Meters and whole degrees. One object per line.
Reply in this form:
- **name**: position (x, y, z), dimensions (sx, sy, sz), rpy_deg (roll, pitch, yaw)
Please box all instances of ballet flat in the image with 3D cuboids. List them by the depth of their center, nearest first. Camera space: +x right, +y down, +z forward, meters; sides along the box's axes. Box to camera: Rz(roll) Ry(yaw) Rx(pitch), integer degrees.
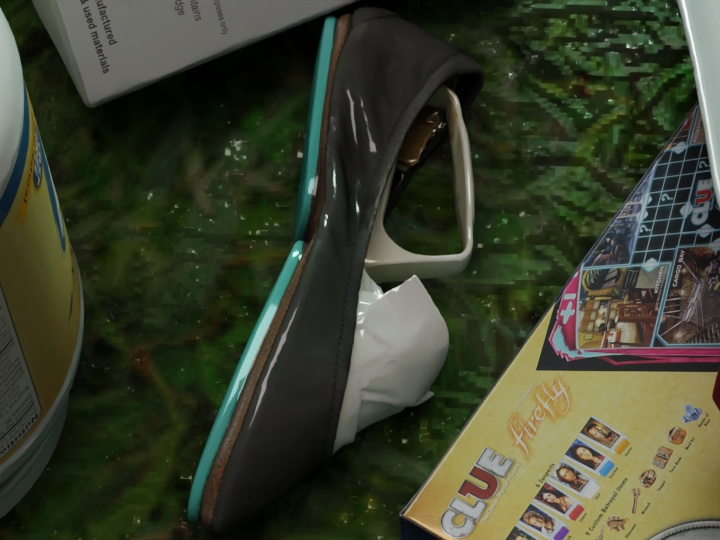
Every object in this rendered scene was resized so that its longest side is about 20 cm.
- **ballet flat**: position (0.000, 0.000, 0.949), dimensions (0.068, 0.068, 0.200), rpy_deg (14, 63, 1)

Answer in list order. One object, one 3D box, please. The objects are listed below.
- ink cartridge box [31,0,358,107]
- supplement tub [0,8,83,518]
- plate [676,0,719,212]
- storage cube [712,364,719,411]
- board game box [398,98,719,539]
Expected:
- **ink cartridge box**: position (-0.033, -0.161, 1.006), dimensions (0.200, 0.084, 0.146), rpy_deg (-23, 46, -8)
- **supplement tub**: position (-0.162, -0.005, 0.882), dimensions (0.144, 0.200, 0.145), rpy_deg (-1, 62, 2)
- **plate**: position (0.200, -0.071, 0.967), dimensions (0.199, 0.032, 0.200), rpy_deg (0, 49, -8)
- **storage cube**: position (0.219, 0.046, 0.781), dimensions (0.200, 0.171, 0.180), rpy_deg (-28, 73, -5)
- **board game box**: position (0.123, 0.042, 0.936), dimensions (0.135, 0.035, 0.200), rpy_deg (31, 68, 18)
